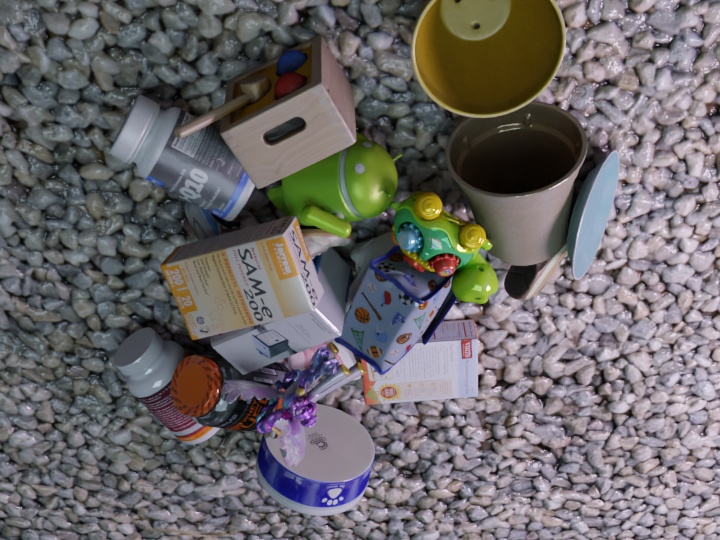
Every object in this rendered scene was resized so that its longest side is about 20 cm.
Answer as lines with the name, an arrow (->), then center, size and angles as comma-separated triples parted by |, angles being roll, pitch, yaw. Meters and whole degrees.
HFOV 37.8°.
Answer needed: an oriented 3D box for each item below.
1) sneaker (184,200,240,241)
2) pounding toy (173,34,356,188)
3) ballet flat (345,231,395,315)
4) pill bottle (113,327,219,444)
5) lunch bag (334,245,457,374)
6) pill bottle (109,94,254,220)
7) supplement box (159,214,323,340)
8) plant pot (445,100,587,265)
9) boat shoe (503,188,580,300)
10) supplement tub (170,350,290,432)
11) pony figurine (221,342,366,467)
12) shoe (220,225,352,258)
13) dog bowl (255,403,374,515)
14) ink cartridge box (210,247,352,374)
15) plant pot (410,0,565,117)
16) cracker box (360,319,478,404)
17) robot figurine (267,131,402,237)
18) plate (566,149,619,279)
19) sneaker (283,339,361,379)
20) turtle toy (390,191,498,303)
sneaker -> -0.205, -0.029, 1.595 | 0.072, 0.072, 0.201 | -22, 87, 22
pounding toy -> -0.126, -0.219, 1.439 | 0.199, 0.185, 0.142 | -24, 124, 14
ballet flat -> 0.000, 0.000, 1.685 | 0.069, 0.070, 0.200 | 22, 123, -18
pill bottle -> -0.318, 0.192, 1.772 | 0.113, 0.113, 0.200 | -27, 123, 16
lunch bag -> 0.077, 0.042, 1.639 | 0.124, 0.200, 0.170 | 37, 126, 12
pill bottle -> -0.250, -0.164, 1.514 | 0.199, 0.114, 0.114 | 27, 121, -16
supplement box -> -0.168, 0.012, 1.507 | 0.199, 0.074, 0.127 | -14, 110, 18
plant pot -> 0.235, -0.115, 1.546 | 0.199, 0.201, 0.184 | -11, 137, 5
boat shoe -> 0.303, -0.041, 1.671 | 0.076, 0.072, 0.200 | 6, 124, -50
supplement tub -> -0.206, 0.198, 1.723 | 0.122, 0.123, 0.200 | -40, 148, 23
pony figurine -> -0.099, 0.201, 1.623 | 0.200, 0.193, 0.167 | -41, 78, 8
shoe -> -0.110, -0.038, 1.577 | 0.199, 0.070, 0.054 | -2, 98, -14
dog bowl -> -0.078, 0.324, 1.826 | 0.199, 0.200, 0.079 | 9, 123, -9
ink cartridge box -> -0.122, 0.057, 1.640 | 0.199, 0.147, 0.086 | -25, 126, 30
plant pot -> 0.160, -0.326, 1.402 | 0.199, 0.142, 0.201 | -2, 127, -2
cracker box -> 0.100, 0.158, 1.802 | 0.199, 0.058, 0.134 | -4, 127, 1
robot figurine -> -0.034, -0.127, 1.533 | 0.199, 0.176, 0.116 | -5, 145, 30
plate -> 0.343, -0.085, 1.573 | 0.025, 0.200, 0.201 | 18, 129, 21
sneaker -> -0.069, 0.134, 1.742 | 0.104, 0.076, 0.200 | -18, 150, 9
turtle toy -> 0.122, -0.034, 1.525 | 0.200, 0.146, 0.101 | 35, 92, -5
